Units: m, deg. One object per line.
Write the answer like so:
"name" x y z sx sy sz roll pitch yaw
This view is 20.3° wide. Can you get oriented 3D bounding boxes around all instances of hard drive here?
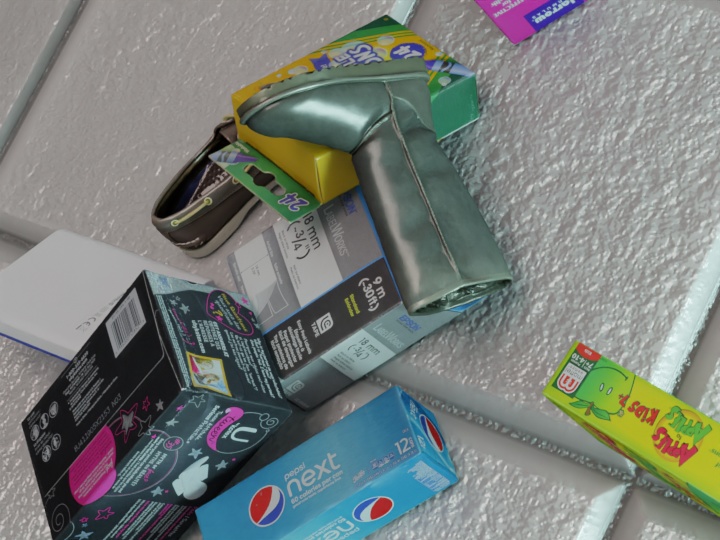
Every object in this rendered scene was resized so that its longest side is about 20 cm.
"hard drive" -0.241 0.027 1.779 0.199 0.026 0.132 17 44 38

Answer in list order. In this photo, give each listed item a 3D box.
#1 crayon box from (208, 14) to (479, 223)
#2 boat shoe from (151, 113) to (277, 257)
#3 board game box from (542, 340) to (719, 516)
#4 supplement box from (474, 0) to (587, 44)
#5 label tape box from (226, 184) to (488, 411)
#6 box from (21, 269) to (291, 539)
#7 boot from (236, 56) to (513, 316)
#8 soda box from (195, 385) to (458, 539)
"crayon box" -0.016 -0.130 1.674 0.199 0.052 0.126 -31 46 -23
"boat shoe" -0.105 -0.103 1.774 0.200 0.059 0.072 -48 49 2
"board game box" 0.230 0.128 1.400 0.199 0.101 0.048 31 86 40
"supplement box" 0.110 -0.292 1.641 0.101 0.200 0.104 -30 54 17
"label tape box" 0.000 0.000 1.647 0.199 0.063 0.145 -33 52 15
"box" -0.167 0.118 1.628 0.200 0.114 0.133 -48 46 29
"boot" 0.011 -0.059 1.566 0.180 0.073 0.202 -12 82 -20
"soda box" -0.027 0.176 1.571 0.199 0.064 0.068 -32 52 15
